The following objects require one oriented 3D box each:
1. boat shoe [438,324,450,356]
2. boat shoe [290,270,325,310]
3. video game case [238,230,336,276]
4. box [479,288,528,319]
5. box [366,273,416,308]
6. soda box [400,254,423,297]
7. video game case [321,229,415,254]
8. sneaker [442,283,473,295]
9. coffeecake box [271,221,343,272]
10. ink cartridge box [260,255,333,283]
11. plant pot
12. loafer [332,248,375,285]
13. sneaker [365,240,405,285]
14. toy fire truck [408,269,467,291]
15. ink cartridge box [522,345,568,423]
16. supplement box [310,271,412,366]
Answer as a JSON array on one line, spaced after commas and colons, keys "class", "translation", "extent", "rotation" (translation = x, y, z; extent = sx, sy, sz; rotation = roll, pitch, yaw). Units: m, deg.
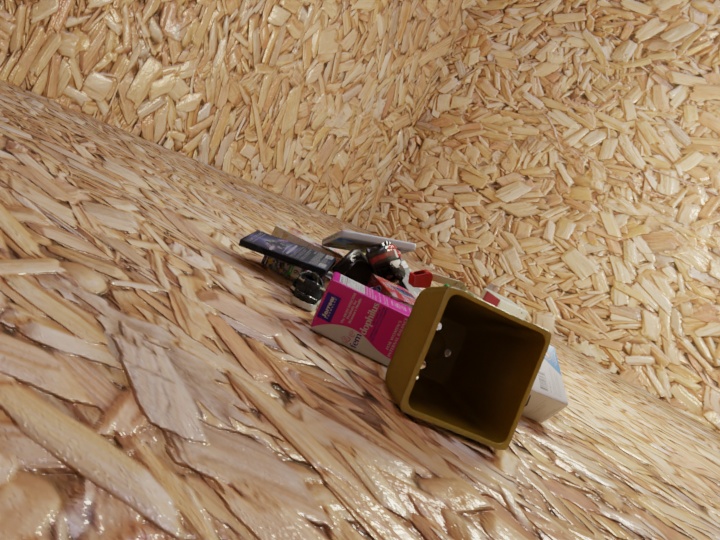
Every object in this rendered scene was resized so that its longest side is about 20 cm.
[{"class": "boat shoe", "translation": [0.206, 0.188, 1.493], "extent": [0.069, 0.072, 0.199], "rotation": [-19, 48, -42]}, {"class": "boat shoe", "translation": [-0.104, 0.033, 1.460], "extent": [0.075, 0.061, 0.200], "rotation": [24, 7, -11]}, {"class": "video game case", "translation": [-0.157, -0.041, 1.556], "extent": [0.197, 0.019, 0.143], "rotation": [19, 13, 3]}, {"class": "box", "translation": [0.538, 0.161, 2.704], "extent": [0.127, 0.110, 0.200], "rotation": [24, 7, -12]}, {"class": "box", "translation": [0.067, 0.088, 1.547], "extent": [0.099, 0.096, 0.200], "rotation": [24, 7, -16]}, {"class": "soda box", "translation": [0.111, 0.052, 1.765], "extent": [0.070, 0.063, 0.201], "rotation": [4, 47, -46]}, {"class": "video game case", "translation": [0.017, -0.066, 1.794], "extent": [0.197, 0.022, 0.182], "rotation": [10, -8, -18]}, {"class": "sneaker", "translation": [0.231, 0.096, 1.496], "extent": [0.199, 0.084, 0.074], "rotation": [33, 6, -32]}, {"class": "coffeecake box", "translation": [-0.148, -0.053, 1.890], "extent": [0.198, 0.074, 0.154], "rotation": [26, 6, -6]}, {"class": "ink cartridge box", "translation": [-0.123, 0.009, 1.627], "extent": [0.198, 0.051, 0.109], "rotation": [29, 7, 12]}, {"class": "plant pot", "translation": [0.146, 0.139, 1.128], "extent": [0.194, 0.197, 0.200], "rotation": [24, -2, -18]}, {"class": "loafer", "translation": [0.000, 0.000, 1.659], "extent": [0.072, 0.073, 0.200], "rotation": [52, 16, 15]}, {"class": "sneaker", "translation": [0.064, -0.010, 1.655], "extent": [0.070, 0.099, 0.200], "rotation": [-18, -11, 10]}, {"class": "toy fire truck", "translation": [0.206, 0.073, 1.590], "extent": [0.197, 0.143, 0.049], "rotation": [2, 8, -11]}, {"class": "ink cartridge box", "translation": [0.305, 0.199, 1.408], "extent": [0.198, 0.084, 0.146], "rotation": [24, 42, -22]}, {"class": "supplement box", "translation": [0.018, 0.095, 1.285], "extent": [0.198, 0.102, 0.103], "rotation": [25, 7, -2]}]
